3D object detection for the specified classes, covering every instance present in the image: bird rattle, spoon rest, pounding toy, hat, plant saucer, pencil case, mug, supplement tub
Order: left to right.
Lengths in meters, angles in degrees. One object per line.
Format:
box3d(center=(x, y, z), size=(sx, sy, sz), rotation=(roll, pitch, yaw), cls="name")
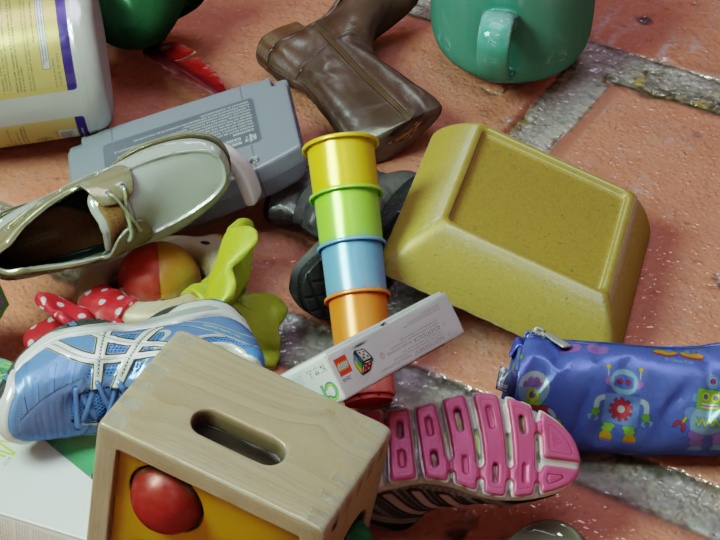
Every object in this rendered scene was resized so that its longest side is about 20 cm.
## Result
box3d(center=(-0.319, -0.177, 1.690), size=(0.198, 0.146, 0.146), rotation=(-8, 38, -3), cls="supplement tub")
box3d(center=(-0.211, -0.205, 1.765), size=(0.198, 0.165, 0.178), rotation=(-16, 56, 27), cls="hat")
box3d(center=(-0.180, -0.064, 1.547), size=(0.198, 0.061, 0.099), rotation=(-11, 15, 7), cls="spoon rest")
box3d(center=(-0.158, 0.028, 1.506), size=(0.198, 0.114, 0.163), rotation=(-16, 27, 0), cls="bird rattle")
box3d(center=(-0.068, 0.161, 1.219), size=(0.199, 0.185, 0.142), rotation=(24, 43, 13), cls="pounding toy")
box3d(center=(0.128, -0.235, 1.800), size=(0.152, 0.115, 0.184), rotation=(32, 48, 34), cls="mug")
box3d(center=(0.134, -0.034, 1.546), size=(0.198, 0.049, 0.201), rotation=(25, 40, -1), cls="plant saucer")
box3d(center=(0.195, 0.087, 1.411), size=(0.198, 0.088, 0.078), rotation=(3, 16, 3), cls="pencil case")

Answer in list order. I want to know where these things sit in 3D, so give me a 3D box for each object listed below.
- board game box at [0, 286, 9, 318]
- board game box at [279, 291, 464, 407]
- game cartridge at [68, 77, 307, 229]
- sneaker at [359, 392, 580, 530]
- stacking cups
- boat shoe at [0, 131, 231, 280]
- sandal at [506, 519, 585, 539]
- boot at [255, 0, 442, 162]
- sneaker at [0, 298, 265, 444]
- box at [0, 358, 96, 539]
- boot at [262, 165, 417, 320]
box3d(center=(-0.347, 0.080, 1.420), size=(0.133, 0.029, 0.201), rotation=(-10, 31, 16), cls="board game box")
box3d(center=(-0.037, 0.081, 1.334), size=(0.126, 0.199, 0.035), rotation=(-26, 87, -45), cls="board game box")
box3d(center=(-0.144, -0.089, 1.639), size=(0.198, 0.041, 0.134), rotation=(-17, 35, 3), cls="game cartridge")
box3d(center=(0.048, 0.134, 1.345), size=(0.198, 0.088, 0.074), rotation=(-2, 65, -5), cls="sneaker")
box3d(center=(0.000, 0.000, 1.466), size=(0.060, 0.061, 0.202), rotation=(-7, 75, -9), cls="stacking cups")
box3d(center=(-0.187, -0.040, 1.474), size=(0.199, 0.075, 0.068), rotation=(-25, 16, 0), cls="boat shoe")
box3d(center=(0.087, 0.217, 1.267), size=(0.081, 0.055, 0.200), rotation=(25, 44, 28), cls="sandal")
box3d(center=(0.027, -0.184, 1.773), size=(0.186, 0.065, 0.200), rotation=(-32, 43, -16), cls="boot")
box3d(center=(-0.158, 0.073, 1.368), size=(0.199, 0.076, 0.077), rotation=(-20, 29, -22), cls="sneaker")
box3d(center=(-0.233, 0.131, 1.390), size=(0.198, 0.037, 0.145), rotation=(15, 40, 16), cls="box")
box3d(center=(-0.029, -0.032, 1.590), size=(0.131, 0.070, 0.200), rotation=(17, 33, 30), cls="boot")
